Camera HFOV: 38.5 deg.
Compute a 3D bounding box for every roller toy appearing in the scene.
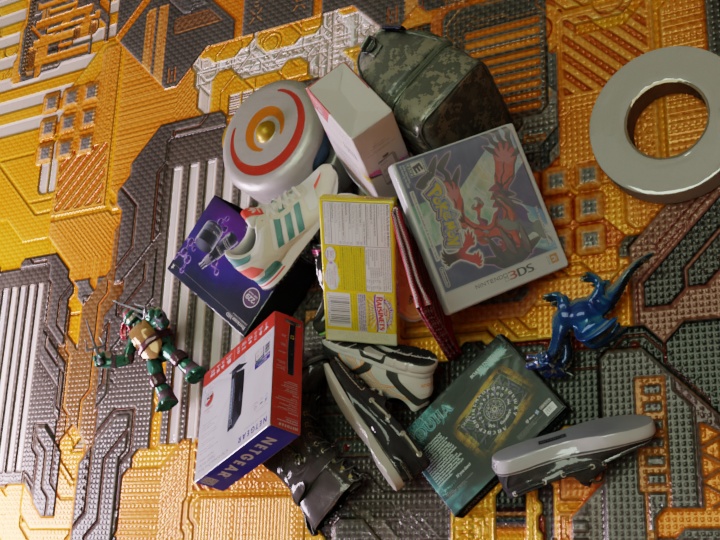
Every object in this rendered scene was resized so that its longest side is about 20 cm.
[{"bbox_3d":[-0.107,-0.183,1.526,0.182,0.140,0.201,-38,54,16],"label":"roller toy"}]

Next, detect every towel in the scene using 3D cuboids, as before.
[{"bbox_3d":[0.085,0.020,1.319,0.022,0.200,0.146,-19,62,8],"label":"towel"}]

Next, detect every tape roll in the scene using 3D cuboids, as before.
[{"bbox_3d":[0.390,-0.184,1.299,0.201,0.037,0.204,-10,69,27],"label":"tape roll"}]

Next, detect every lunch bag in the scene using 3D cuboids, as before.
[{"bbox_3d":[0.092,-0.227,1.391,0.167,0.200,0.140,36,86,34],"label":"lunch bag"}]

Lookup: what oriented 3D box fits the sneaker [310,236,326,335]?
[{"bbox_3d":[-0.038,-0.008,1.448,0.077,0.083,0.202,178,107,-70],"label":"sneaker"}]

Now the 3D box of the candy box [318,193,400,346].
[{"bbox_3d":[0.000,0.000,1.356,0.101,0.026,0.202,3,110,14],"label":"candy box"}]

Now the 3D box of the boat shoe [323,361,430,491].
[{"bbox_3d":[0.018,0.191,1.346,0.060,0.074,0.200,-30,56,-10],"label":"boat shoe"}]

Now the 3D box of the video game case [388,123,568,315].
[{"bbox_3d":[0.151,-0.068,1.307,0.181,0.023,0.201,-21,86,-18],"label":"video game case"}]

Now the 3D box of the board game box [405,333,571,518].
[{"bbox_3d":[0.155,0.198,1.320,0.200,0.028,0.135,-47,57,11],"label":"board game box"}]

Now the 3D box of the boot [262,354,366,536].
[{"bbox_3d":[-0.054,0.238,1.417,0.174,0.069,0.201,38,102,31],"label":"boot"}]

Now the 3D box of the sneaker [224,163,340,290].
[{"bbox_3d":[-0.110,-0.073,1.427,0.200,0.093,0.070,-55,26,8],"label":"sneaker"}]

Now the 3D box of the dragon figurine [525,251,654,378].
[{"bbox_3d":[0.288,0.060,1.266,0.199,0.059,0.100,-28,63,17],"label":"dragon figurine"}]

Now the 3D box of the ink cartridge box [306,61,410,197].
[{"bbox_3d":[0.010,-0.167,1.373,0.067,0.200,0.117,-36,57,-5],"label":"ink cartridge box"}]

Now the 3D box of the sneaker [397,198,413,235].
[{"bbox_3d":[0.049,-0.105,1.458,0.081,0.074,0.201,-43,56,17],"label":"sneaker"}]

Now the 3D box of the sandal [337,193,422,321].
[{"bbox_3d":[0.034,-0.025,1.392,0.079,0.059,0.207,-40,92,-22],"label":"sandal"}]

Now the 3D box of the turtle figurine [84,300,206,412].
[{"bbox_3d":[-0.331,0.113,1.597,0.200,0.100,0.150,48,116,17],"label":"turtle figurine"}]

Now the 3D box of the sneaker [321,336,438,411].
[{"bbox_3d":[0.019,0.134,1.397,0.199,0.073,0.081,18,115,45],"label":"sneaker"}]

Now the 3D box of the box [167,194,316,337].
[{"bbox_3d":[-0.178,-0.001,1.556,0.200,0.079,0.142,36,97,34],"label":"box"}]

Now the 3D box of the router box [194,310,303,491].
[{"bbox_3d":[-0.154,0.182,1.428,0.200,0.049,0.180,-41,37,39],"label":"router box"}]

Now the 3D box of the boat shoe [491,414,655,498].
[{"bbox_3d":[0.258,0.227,1.230,0.199,0.070,0.067,-19,96,10],"label":"boat shoe"}]
